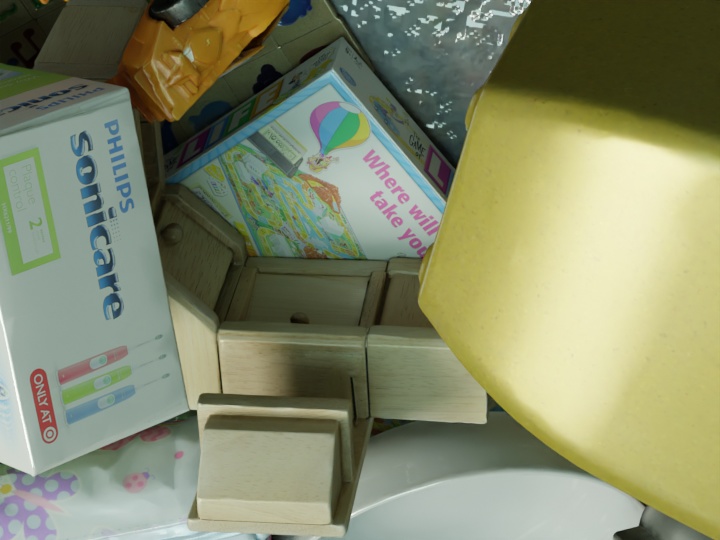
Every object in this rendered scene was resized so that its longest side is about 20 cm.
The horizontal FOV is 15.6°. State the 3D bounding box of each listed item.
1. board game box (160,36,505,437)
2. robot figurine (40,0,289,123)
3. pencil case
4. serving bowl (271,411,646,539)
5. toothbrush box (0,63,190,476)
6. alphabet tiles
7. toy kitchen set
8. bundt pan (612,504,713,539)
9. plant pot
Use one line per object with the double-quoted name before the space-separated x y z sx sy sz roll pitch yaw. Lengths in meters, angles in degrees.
"board game box" 0.000 0.000 1.284 0.134 0.034 0.200 -31 113 26
"robot figurine" -0.057 -0.168 1.129 0.145 0.200 0.058 50 156 -25
"pencil case" -0.140 0.123 1.239 0.199 0.091 0.083 -13 91 -6
"serving bowl" 0.044 0.127 1.309 0.199 0.066 0.200 -9 146 -6
"toothbrush box" -0.173 -0.011 1.144 0.200 0.086 0.146 14 119 49
"alphabet tiles" -0.097 -0.114 1.257 0.166 0.006 0.200 -25 113 22
"toy kitchen set" -0.044 -0.002 1.171 0.199 0.163 0.181 2 122 8
"bundt pan" 0.166 0.159 1.273 0.076 0.202 0.202 43 125 24
"plant pot" 0.140 -0.021 1.163 0.199 0.196 0.195 19 122 6
